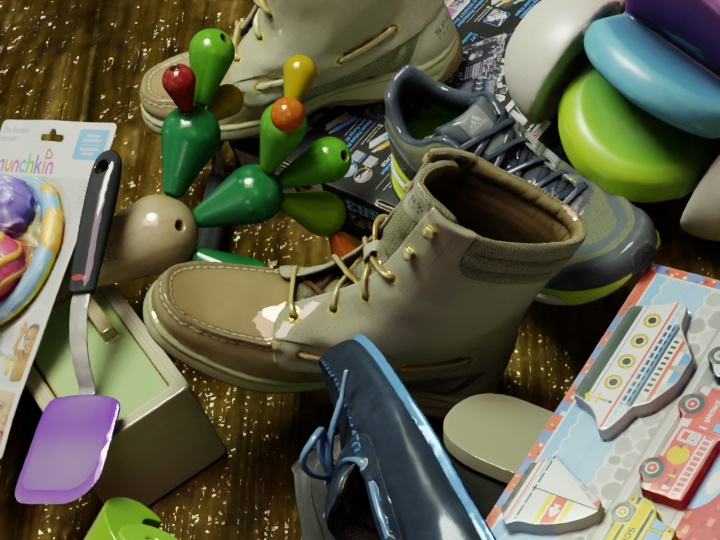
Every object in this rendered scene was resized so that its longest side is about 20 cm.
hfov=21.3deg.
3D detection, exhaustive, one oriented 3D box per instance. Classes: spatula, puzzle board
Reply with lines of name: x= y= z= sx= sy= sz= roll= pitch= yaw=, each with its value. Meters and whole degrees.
spatula: x=-0.150 y=0.029 z=1.043 sx=0.056 sy=0.021 sz=0.200 roll=-3 pitch=75 yaw=32
spatula: x=-0.095 y=-0.067 z=1.211 sx=0.021 sy=0.057 sz=0.200 roll=-15 pitch=49 yaw=15
puzzle board: x=0.156 y=0.084 z=0.898 sx=0.151 sy=0.017 sz=0.200 roll=17 pitch=56 yaw=33

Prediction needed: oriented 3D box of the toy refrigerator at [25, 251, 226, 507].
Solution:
toy refrigerator: x=-0.163 y=0.048 z=1.118 sx=0.076 sy=0.070 sz=0.200 roll=-33 pitch=45 yaw=-9

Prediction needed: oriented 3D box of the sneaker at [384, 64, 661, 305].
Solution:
sneaker: x=0.077 y=-0.048 z=1.033 sx=0.074 sy=0.081 sz=0.200 roll=-46 pitch=48 yaw=-16

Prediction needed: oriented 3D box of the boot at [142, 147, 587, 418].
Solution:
boot: x=0.000 y=0.000 z=0.980 sx=0.200 sy=0.155 sz=0.072 roll=12 pitch=49 yaw=-14

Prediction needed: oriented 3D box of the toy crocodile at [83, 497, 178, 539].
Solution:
toy crocodile: x=-0.082 y=0.184 z=0.970 sx=0.200 sy=0.062 sz=0.068 roll=33 pitch=108 yaw=39

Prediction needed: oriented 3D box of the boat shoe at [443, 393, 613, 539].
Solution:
boat shoe: x=0.123 y=0.128 z=0.935 sx=0.201 sy=0.063 sz=0.074 roll=25 pitch=40 yaw=37

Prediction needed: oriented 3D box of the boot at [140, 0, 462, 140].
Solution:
boot: x=-0.053 y=-0.161 z=1.125 sx=0.200 sy=0.155 sz=0.072 roll=-12 pitch=46 yaw=10

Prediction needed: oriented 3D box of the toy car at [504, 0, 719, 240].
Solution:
toy car: x=0.190 y=-0.130 z=1.053 sx=0.175 sy=0.150 sz=0.200 roll=38 pitch=68 yaw=14

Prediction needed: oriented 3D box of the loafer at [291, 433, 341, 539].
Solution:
loafer: x=-0.004 y=0.160 z=0.956 sx=0.072 sy=0.073 sz=0.200 roll=-18 pitch=35 yaw=18

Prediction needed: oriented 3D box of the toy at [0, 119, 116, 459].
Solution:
toy: x=-0.218 y=0.001 z=1.095 sx=0.115 sy=0.047 sz=0.200 roll=6 pitch=77 yaw=45

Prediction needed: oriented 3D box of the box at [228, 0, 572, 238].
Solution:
box: x=0.054 y=-0.102 z=1.182 sx=0.198 sy=0.050 sz=0.200 roll=25 pitch=63 yaw=35

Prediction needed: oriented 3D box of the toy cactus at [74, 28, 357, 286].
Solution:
toy cactus: x=-0.079 y=-0.030 z=1.084 sx=0.165 sy=0.200 sz=0.102 roll=-22 pitch=12 yaw=0

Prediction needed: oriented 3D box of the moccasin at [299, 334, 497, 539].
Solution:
moccasin: x=0.010 y=0.101 z=0.892 sx=0.068 sy=0.081 sz=0.200 roll=-31 pitch=35 yaw=-1
